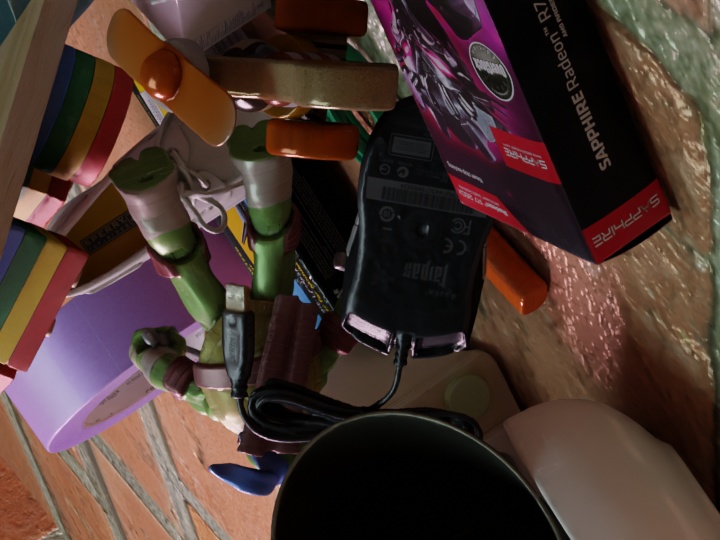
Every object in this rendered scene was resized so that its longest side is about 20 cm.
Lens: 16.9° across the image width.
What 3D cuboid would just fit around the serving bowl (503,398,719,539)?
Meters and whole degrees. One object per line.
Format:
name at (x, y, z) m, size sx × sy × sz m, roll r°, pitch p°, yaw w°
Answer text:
serving bowl at (0.154, 0.141, 1.215) m, size 0.201 × 0.066 × 0.200 m, roll 56°, pitch -177°, yaw -5°

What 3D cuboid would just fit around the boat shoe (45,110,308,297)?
boat shoe at (-0.112, -0.050, 1.404) m, size 0.075 × 0.202 × 0.086 m, roll 53°, pitch -164°, yaw -12°

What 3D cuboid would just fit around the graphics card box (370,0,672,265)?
graphics card box at (0.057, -0.107, 1.084) m, size 0.125 × 0.051 × 0.201 m, roll 30°, pitch 149°, yaw 58°

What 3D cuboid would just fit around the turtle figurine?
turtle figurine at (-0.063, 0.008, 1.363) m, size 0.143 × 0.200 × 0.195 m, roll 3°, pitch 123°, yaw 30°

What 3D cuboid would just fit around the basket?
basket at (0.061, 0.171, 1.246) m, size 0.180 × 0.136 × 0.200 m, roll 48°, pitch -176°, yaw 24°

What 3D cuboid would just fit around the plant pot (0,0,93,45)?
plant pot at (-0.198, -0.238, 1.413) m, size 0.200 × 0.135 × 0.200 m, roll 49°, pitch 162°, yaw 22°

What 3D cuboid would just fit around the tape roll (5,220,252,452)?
tape roll at (-0.160, 0.046, 1.738) m, size 0.066 × 0.200 × 0.200 m, roll 54°, pitch 164°, yaw 7°

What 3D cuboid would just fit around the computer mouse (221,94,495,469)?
computer mouse at (0.000, 0.000, 1.253) m, size 0.046 × 0.140 × 0.201 m, roll -77°, pitch -9°, yaw -72°

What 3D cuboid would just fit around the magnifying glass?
magnifying glass at (0.033, -0.053, 1.319) m, size 0.200 × 0.022 × 0.080 m, roll 50°, pitch 163°, yaw 25°

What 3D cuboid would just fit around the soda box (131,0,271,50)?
soda box at (-0.098, -0.205, 1.317) m, size 0.068 × 0.064 × 0.200 m, roll 48°, pitch 162°, yaw 25°

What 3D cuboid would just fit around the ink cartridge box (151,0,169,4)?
ink cartridge box at (-0.097, -0.234, 1.137) m, size 0.146 × 0.083 × 0.201 m, roll -150°, pitch 36°, yaw -79°

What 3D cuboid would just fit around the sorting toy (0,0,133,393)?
sorting toy at (-0.193, -0.027, 1.333) m, size 0.069 × 0.201 × 0.199 m, roll 21°, pitch 151°, yaw -17°

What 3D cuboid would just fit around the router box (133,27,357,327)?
router box at (-0.060, -0.053, 1.521) m, size 0.200 × 0.051 × 0.149 m, roll 58°, pitch 165°, yaw -7°

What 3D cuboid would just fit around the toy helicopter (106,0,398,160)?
toy helicopter at (-0.040, -0.091, 1.124) m, size 0.200 × 0.132 × 0.079 m, roll -162°, pitch 76°, yaw -70°

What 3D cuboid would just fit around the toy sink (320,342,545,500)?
toy sink at (0.042, 0.119, 1.458) m, size 0.131 × 0.112 × 0.200 m, roll 62°, pitch 168°, yaw -19°
